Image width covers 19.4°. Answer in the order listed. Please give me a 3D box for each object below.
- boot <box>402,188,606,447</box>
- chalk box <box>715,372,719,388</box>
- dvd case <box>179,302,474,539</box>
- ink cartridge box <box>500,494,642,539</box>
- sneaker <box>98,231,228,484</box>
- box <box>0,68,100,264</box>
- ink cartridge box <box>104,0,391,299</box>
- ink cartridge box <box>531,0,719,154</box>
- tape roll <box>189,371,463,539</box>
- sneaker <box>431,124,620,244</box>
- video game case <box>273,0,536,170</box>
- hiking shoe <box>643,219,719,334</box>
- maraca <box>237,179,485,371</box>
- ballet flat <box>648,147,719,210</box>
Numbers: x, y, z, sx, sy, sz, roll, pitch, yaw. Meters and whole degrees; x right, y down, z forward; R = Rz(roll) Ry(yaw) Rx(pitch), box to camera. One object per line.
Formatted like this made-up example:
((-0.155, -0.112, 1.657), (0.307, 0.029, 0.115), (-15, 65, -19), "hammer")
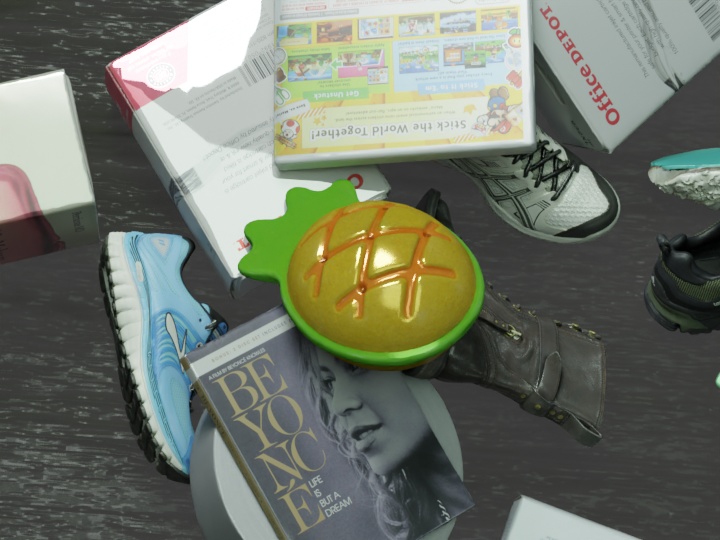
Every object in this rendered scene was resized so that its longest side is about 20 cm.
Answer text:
((0.111, 0.039, 1.634), (0.173, 0.069, 0.201), (18, 46, -20), "boot")
((0.370, 0.121, 1.611), (0.199, 0.124, 0.125), (37, 76, 4), "chalk box")
((-0.022, 0.119, 1.538), (0.148, 0.016, 0.201), (-27, 83, -29), "dvd case")
((0.179, 0.299, 1.597), (0.198, 0.041, 0.201), (21, 76, 0), "ink cartridge box")
((-0.139, 0.062, 1.606), (0.089, 0.078, 0.202), (-10, 81, -14), "sneaker")
((-0.304, -0.064, 1.593), (0.198, 0.128, 0.110), (-13, 79, -7), "box")
((-0.088, -0.099, 1.642), (0.146, 0.083, 0.201), (-29, 81, -11), "ink cartridge box")
((0.211, -0.213, 1.669), (0.200, 0.084, 0.145), (-41, 111, -13), "ink cartridge box")
((-0.025, 0.150, 1.571), (0.199, 0.066, 0.202), (8, 68, -21), "tape roll")
((0.118, -0.090, 1.657), (0.199, 0.088, 0.076), (30, 75, 1), "sneaker")
((0.032, -0.171, 1.590), (0.198, 0.023, 0.184), (-3, 75, 10), "video game case")
((0.323, -0.006, 1.640), (0.198, 0.101, 0.076), (-10, 55, -7), "hiking shoe")
((0.000, 0.000, 1.525), (0.137, 0.107, 0.199), (-38, 52, -26), "maraca")
((0.332, -0.072, 1.685), (0.198, 0.072, 0.072), (-11, 78, -7), "ballet flat")
